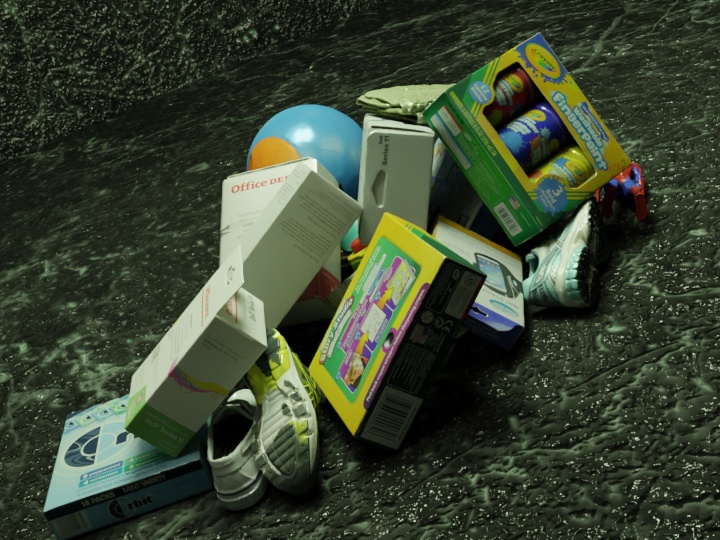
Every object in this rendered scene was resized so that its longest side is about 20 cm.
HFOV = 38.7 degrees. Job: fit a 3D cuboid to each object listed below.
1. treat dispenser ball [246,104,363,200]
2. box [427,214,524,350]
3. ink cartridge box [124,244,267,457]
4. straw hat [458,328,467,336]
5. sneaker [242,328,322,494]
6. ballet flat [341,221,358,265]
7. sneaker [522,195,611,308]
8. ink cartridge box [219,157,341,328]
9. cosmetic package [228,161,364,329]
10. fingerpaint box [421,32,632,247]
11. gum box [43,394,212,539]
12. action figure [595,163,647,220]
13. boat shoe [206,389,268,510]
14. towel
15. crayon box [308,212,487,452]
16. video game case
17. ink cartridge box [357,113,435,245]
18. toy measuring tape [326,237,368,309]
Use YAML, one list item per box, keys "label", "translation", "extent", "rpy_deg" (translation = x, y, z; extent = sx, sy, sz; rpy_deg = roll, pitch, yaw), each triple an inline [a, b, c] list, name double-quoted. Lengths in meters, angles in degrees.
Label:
- label: "treat dispenser ball"
  translation: [-0.076, -0.156, 1.588]
  extent: [0.201, 0.201, 0.201]
  rpy_deg: [-16, 23, 7]
- label: "box"
  translation: [0.127, 0.015, 1.170]
  extent: [0.119, 0.041, 0.200]
  rpy_deg: [27, 29, -5]
- label: "ink cartridge box"
  translation: [-0.159, 0.082, 1.070]
  extent: [0.200, 0.067, 0.117]
  rpy_deg: [-50, 20, 13]
- label: "straw hat"
  translation: [0.059, 0.018, 1.243]
  extent: [0.201, 0.085, 0.201]
  rpy_deg: [-17, 23, 8]
- label: "sneaker"
  translation: [-0.066, 0.147, 1.056]
  extent: [0.074, 0.085, 0.200]
  rpy_deg: [-34, 44, 17]
- label: "ballet flat"
  translation: [-0.037, -0.029, 1.446]
  extent: [0.200, 0.075, 0.068]
  rpy_deg: [-24, 64, -7]
- label: "sneaker"
  translation: [0.239, -0.024, 1.211]
  extent: [0.086, 0.078, 0.200]
  rpy_deg: [-11, 24, 28]
- label: "ink cartridge box"
  translation: [-0.104, -0.032, 1.353]
  extent: [0.146, 0.083, 0.200]
  rpy_deg: [-11, 65, 21]
- label: "cosmetic package"
  translation: [-0.094, -0.024, 1.217]
  extent: [0.200, 0.085, 0.108]
  rpy_deg: [-54, 16, 4]
- label: "fingerpaint box"
  translation: [0.202, -0.159, 1.237]
  extent: [0.167, 0.200, 0.073]
  rpy_deg: [-34, -1, -25]
- label: "gum box"
  translation: [-0.251, 0.199, 1.139]
  extent: [0.170, 0.045, 0.200]
  rpy_deg: [-19, 24, -1]
- label: "action figure"
  translation: [0.341, -0.108, 1.344]
  extent: [0.065, 0.052, 0.200]
  rpy_deg: [-2, 21, 13]
- label: "boat shoe"
  translation: [-0.125, 0.167, 1.082]
  extent: [0.074, 0.067, 0.200]
  rpy_deg: [-19, 23, 0]
- label: "towel"
  translation: [0.109, -0.220, 1.334]
  extent: [0.200, 0.037, 0.148]
  rpy_deg: [-7, 18, -27]
- label: "crayon box"
  translation: [0.032, 0.058, 1.065]
  extent: [0.200, 0.058, 0.173]
  rpy_deg: [-64, 23, 8]
- label: "video game case"
  translation: [0.139, -0.112, 1.378]
  extent: [0.200, 0.045, 0.181]
  rpy_deg: [-62, 29, 3]
- label: "ink cartridge box"
  translation: [0.041, -0.116, 1.293]
  extent: [0.083, 0.147, 0.200]
  rpy_deg: [4, 13, -2]
- label: "toy measuring tape"
  translation: [0.000, 0.000, 1.346]
  extent: [0.074, 0.074, 0.200]
  rpy_deg: [-2, 29, 36]
